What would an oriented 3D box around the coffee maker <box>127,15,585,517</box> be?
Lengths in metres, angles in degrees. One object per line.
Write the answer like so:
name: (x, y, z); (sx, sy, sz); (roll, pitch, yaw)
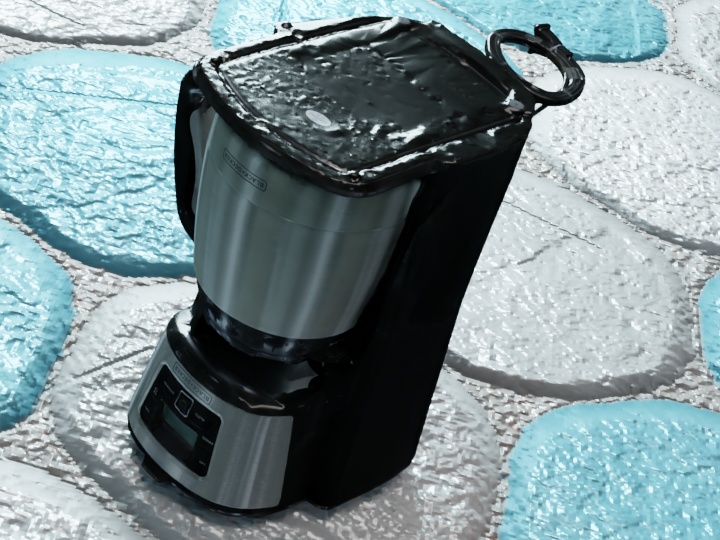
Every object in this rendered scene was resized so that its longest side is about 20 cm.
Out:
coffee maker: (0.000, 0.000, 0.854); (0.191, 0.201, 0.135); (-1, 40, -25)
